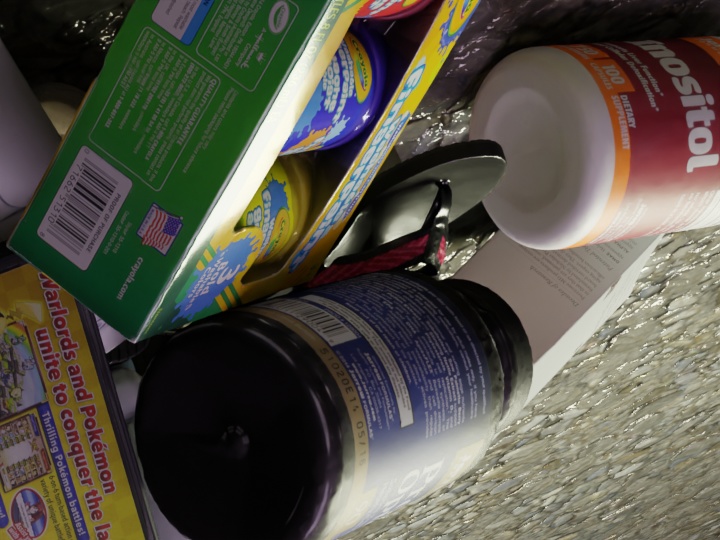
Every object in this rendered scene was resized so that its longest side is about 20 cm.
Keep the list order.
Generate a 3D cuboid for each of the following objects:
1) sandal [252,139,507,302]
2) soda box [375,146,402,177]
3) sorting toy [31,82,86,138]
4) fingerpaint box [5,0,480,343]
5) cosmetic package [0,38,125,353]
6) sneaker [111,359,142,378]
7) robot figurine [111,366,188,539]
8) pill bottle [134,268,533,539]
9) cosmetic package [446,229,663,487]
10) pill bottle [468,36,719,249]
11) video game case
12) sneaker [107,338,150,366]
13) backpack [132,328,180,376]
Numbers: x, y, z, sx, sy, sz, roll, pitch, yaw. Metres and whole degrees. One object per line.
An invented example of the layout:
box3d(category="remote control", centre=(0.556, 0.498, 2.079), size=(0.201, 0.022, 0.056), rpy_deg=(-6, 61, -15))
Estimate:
box3d(category="sandal", centre=(0.000, 0.000, 0.908), size=(0.200, 0.045, 0.075), rpy_deg=(-35, 153, 20))
box3d(category="soda box", centre=(-0.014, -0.016, 1.004), size=(0.063, 0.070, 0.200), rpy_deg=(-21, 155, -12))
box3d(category="sorting toy", centre=(-0.170, -0.026, 0.883), size=(0.200, 0.036, 0.185), rpy_deg=(-28, 157, 19))
box3d(category="fingerpaint box", centre=(-0.031, -0.080, 0.712), size=(0.200, 0.073, 0.167), rpy_deg=(-58, 166, 19))
box3d(category="cosmetic package", centre=(-0.204, 0.011, 0.738), size=(0.200, 0.052, 0.151), rpy_deg=(-37, 118, -14))
box3d(category="sneaker", centre=(-0.206, 0.074, 0.881), size=(0.200, 0.082, 0.070), rpy_deg=(-18, 148, -41))
box3d(category="robot figurine", centre=(-0.114, 0.129, 0.868), size=(0.200, 0.170, 0.113), rpy_deg=(-35, -154, -23))
box3d(category="pill bottle", centre=(-0.002, 0.059, 0.817), size=(0.112, 0.112, 0.200), rpy_deg=(-41, 165, 32))
box3d(category="cosmetic package", centre=(0.098, 0.030, 1.107), size=(0.200, 0.081, 0.113), rpy_deg=(-45, 166, -25))
box3d(category="pill bottle", centre=(0.171, -0.077, 1.005), size=(0.200, 0.113, 0.113), rpy_deg=(-9, 152, -35))
box3d(category="video game case", centre=(-0.180, 0.104, 0.731), size=(0.181, 0.025, 0.200), rpy_deg=(-23, 115, -24))
box3d(category="sneaker", centre=(-0.202, 0.024, 0.835), size=(0.200, 0.074, 0.089), rpy_deg=(5, 151, -28))
box3d(category="backpack", centre=(-0.123, 0.141, 1.005), size=(0.177, 0.200, 0.151), rpy_deg=(0, 159, -19))
